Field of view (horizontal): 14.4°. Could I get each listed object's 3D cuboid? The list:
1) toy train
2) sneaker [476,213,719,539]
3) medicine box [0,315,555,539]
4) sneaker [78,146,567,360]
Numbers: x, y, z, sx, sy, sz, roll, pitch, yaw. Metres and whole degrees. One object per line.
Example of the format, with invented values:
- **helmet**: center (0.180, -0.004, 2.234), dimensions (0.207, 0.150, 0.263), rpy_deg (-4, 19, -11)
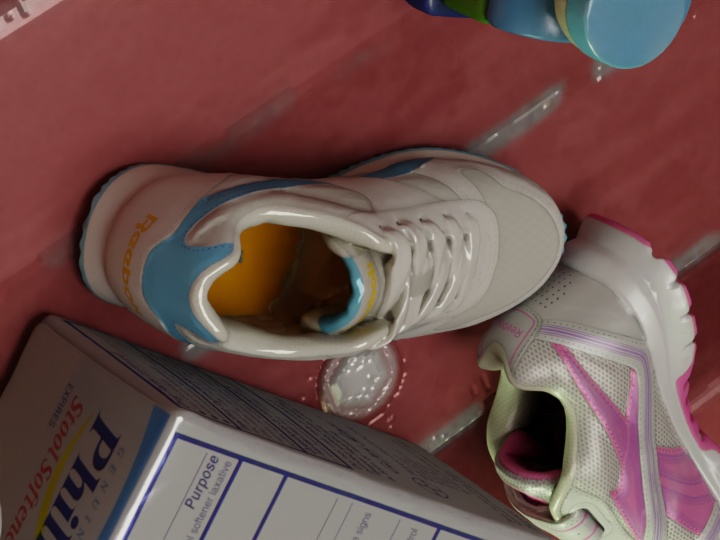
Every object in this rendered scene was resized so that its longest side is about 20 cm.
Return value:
- **toy train**: center (0.081, -0.176, 1.006), dimensions (0.085, 0.116, 0.200), rpy_deg (0, 110, -35)
- **sneaker**: center (0.097, 0.080, 1.158), dimensions (0.088, 0.081, 0.200), rpy_deg (-30, 116, -19)
- **medicine box**: center (-0.058, 0.139, 1.055), dimensions (0.200, 0.103, 0.182), rpy_deg (23, 96, -38)
- **sneaker**: center (0.000, 0.000, 1.050), dimensions (0.200, 0.081, 0.077), rpy_deg (-5, 111, -34)
